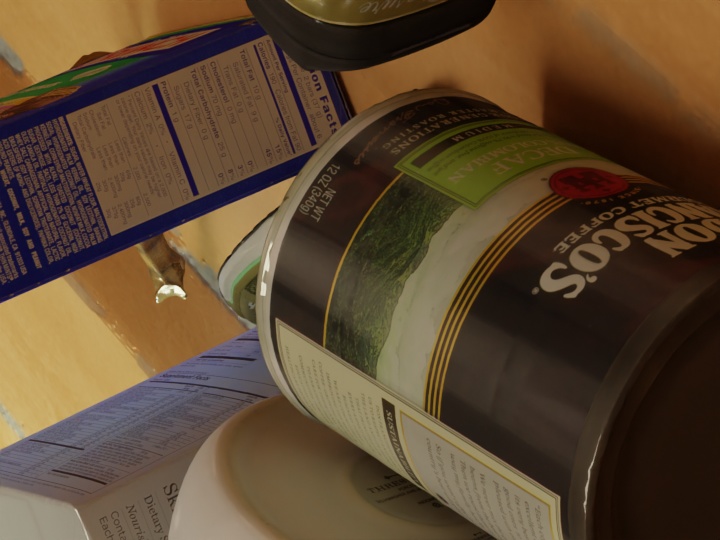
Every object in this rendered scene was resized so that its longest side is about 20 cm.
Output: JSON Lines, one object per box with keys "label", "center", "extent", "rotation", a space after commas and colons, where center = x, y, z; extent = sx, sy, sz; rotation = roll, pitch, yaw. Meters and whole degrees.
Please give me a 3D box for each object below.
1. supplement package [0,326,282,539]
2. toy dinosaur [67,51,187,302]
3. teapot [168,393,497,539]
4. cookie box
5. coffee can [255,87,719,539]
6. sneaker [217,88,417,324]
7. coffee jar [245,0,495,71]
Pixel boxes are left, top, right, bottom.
{"label": "supplement package", "center": [-0.050, 0.125, 1.205], "extent": [0.150, 0.199, 0.152], "rotation": [2, 115, 60]}
{"label": "toy dinosaur", "center": [-0.145, -0.060, 1.315], "extent": [0.060, 0.107, 0.200], "rotation": [-29, 129, 35]}
{"label": "teapot", "center": [0.009, 0.148, 1.066], "extent": [0.198, 0.199, 0.147], "rotation": [-96, 17, -64]}
{"label": "cookie box", "center": [-0.130, -0.050, 1.203], "extent": [0.171, 0.199, 0.076], "rotation": [-3, 109, 60]}
{"label": "coffee can", "center": [0.075, 0.031, 0.970], "extent": [0.200, 0.146, 0.147], "rotation": [29, 136, 48]}
{"label": "sneaker", "center": [0.000, 0.000, 1.165], "extent": [0.089, 0.077, 0.200], "rotation": [52, 154, 4]}
{"label": "coffee jar", "center": [0.012, -0.168, 0.963], "extent": [0.085, 0.104, 0.201], "rotation": [50, 148, 31]}
